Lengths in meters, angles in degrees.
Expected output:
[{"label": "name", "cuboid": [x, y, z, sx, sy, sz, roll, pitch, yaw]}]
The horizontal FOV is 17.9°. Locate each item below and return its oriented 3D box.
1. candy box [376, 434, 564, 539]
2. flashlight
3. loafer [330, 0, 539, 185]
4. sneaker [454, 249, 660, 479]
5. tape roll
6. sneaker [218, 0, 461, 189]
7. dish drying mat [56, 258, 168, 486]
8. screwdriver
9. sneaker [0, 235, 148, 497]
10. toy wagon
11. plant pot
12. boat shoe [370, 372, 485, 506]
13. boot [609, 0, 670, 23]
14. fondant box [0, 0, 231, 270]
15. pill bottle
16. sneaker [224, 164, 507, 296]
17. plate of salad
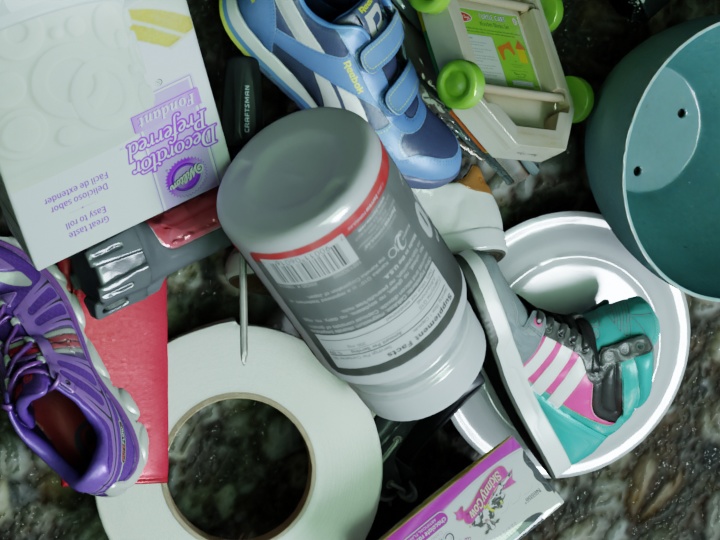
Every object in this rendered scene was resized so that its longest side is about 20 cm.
[{"label": "candy box", "cuboid": [0.059, 0.188, 1.604, 0.136, 0.200, 0.061, -38, 85, -10]}, {"label": "flashlight", "cuboid": [-0.102, -0.044, 1.516, 0.199, 0.068, 0.068, -25, 156, -26]}, {"label": "loafer", "cuboid": [0.047, -0.132, 1.584, 0.063, 0.072, 0.200, -34, 111, 11]}, {"label": "sneaker", "cuboid": [0.145, 0.044, 1.602, 0.120, 0.084, 0.201, -31, 125, -6]}, {"label": "tape roll", "cuboid": [-0.084, 0.135, 1.570, 0.201, 0.037, 0.204, 0, 91, -5]}, {"label": "sneaker", "cuboid": [0.000, -0.134, 1.513, 0.200, 0.074, 0.082, 41, 123, -14]}, {"label": "dish drying mat", "cuboid": [-0.164, 0.042, 1.526, 0.076, 0.018, 0.202, 0, 88, -25]}, {"label": "screwdriver", "cuboid": [-0.079, -0.040, 1.482, 0.029, 0.028, 0.202, 11, 78, -49]}, {"label": "sneaker", "cuboid": [-0.208, 0.057, 1.467, 0.081, 0.083, 0.200, -40, 80, 9]}, {"label": "toy wagon", "cuboid": [0.087, -0.172, 1.558, 0.155, 0.039, 0.201, 2, 67, -54]}, {"label": "plant pot", "cuboid": [0.237, -0.090, 1.633, 0.199, 0.135, 0.202, -7, 105, -25]}, {"label": "boat shoe", "cuboid": [0.016, 0.138, 1.626, 0.063, 0.073, 0.201, 33, 94, 9]}, {"label": "boot", "cuboid": [0.219, -0.291, 1.599, 0.168, 0.076, 0.201, -32, 122, -17]}, {"label": "fondant box", "cuboid": [-0.171, -0.117, 1.408, 0.144, 0.058, 0.201, -26, 132, -14]}, {"label": "pill bottle", "cuboid": [0.000, 0.000, 1.480, 0.114, 0.114, 0.200, -41, 132, -8]}, {"label": "sneaker", "cuboid": [-0.002, -0.032, 1.596, 0.199, 0.073, 0.085, -8, 74, -14]}, {"label": "plate of salad", "cuboid": [0.147, 0.053, 1.684, 0.199, 0.048, 0.202, -4, 104, -16]}]
